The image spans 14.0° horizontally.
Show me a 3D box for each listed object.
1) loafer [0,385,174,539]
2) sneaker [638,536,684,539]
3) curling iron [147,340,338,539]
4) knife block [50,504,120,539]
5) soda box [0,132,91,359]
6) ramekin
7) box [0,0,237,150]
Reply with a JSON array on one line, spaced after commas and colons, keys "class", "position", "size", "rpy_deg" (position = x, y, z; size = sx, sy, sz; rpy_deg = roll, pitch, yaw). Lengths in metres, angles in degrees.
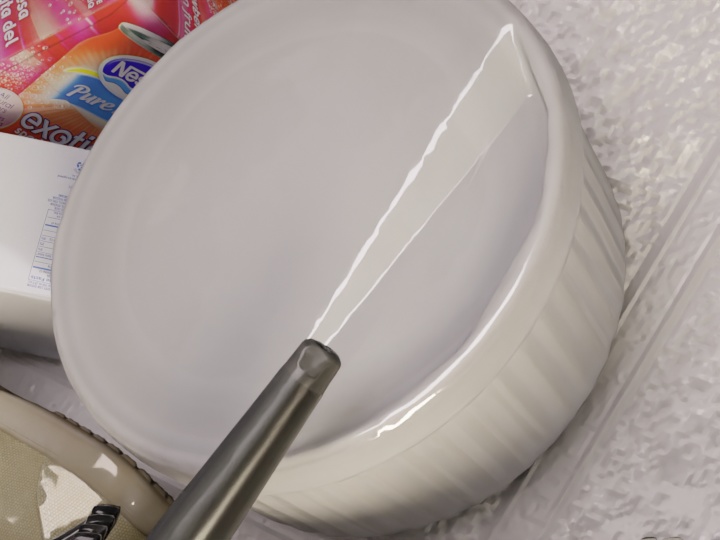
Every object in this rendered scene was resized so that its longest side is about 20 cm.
[{"class": "loafer", "position": [-0.152, 0.071, 1.080], "size": [0.200, 0.076, 0.068], "rpy_deg": [22, 69, 39]}, {"class": "sneaker", "position": [0.030, 0.136, 0.899], "size": [0.200, 0.077, 0.085], "rpy_deg": [-23, 9, 19]}, {"class": "curling iron", "position": [-0.061, 0.110, 0.924], "size": [0.200, 0.049, 0.026], "rpy_deg": [-62, 19, 6]}, {"class": "knife block", "position": [-0.117, 0.172, 0.992], "size": [0.175, 0.064, 0.201], "rpy_deg": [18, 104, 5]}, {"class": "soda box", "position": [-0.190, -0.021, 1.114], "size": [0.199, 0.068, 0.064], "rpy_deg": [12, 69, 8]}, {"class": "ramekin", "position": [0.000, 0.000, 1.015], "size": [0.202, 0.094, 0.203], "rpy_deg": [-17, 53, 24]}, {"class": "box", "position": [-0.113, -0.136, 1.172], "size": [0.095, 0.100, 0.200], "rpy_deg": [-25, 50, 17]}]
